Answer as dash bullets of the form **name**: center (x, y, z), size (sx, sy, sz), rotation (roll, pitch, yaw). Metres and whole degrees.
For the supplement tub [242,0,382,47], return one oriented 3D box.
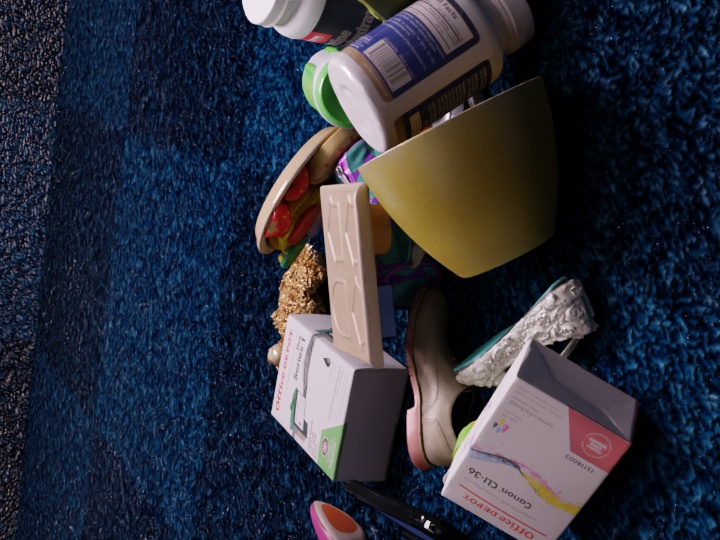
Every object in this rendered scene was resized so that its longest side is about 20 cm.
- **supplement tub**: center (-0.030, -0.343, 1.307), size (0.140, 0.197, 0.143), rotation (-10, 79, 60)

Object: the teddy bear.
- **teddy bear**: center (-0.091, 0.059, 1.512), size (0.145, 0.066, 0.204), rotation (41, 122, 58)

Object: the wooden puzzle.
- **wooden puzzle**: center (0.000, 0.000, 1.174), size (0.200, 0.045, 0.189), rotation (-165, 70, -77)

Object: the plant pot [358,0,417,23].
- **plant pot**: center (0.044, -0.362, 1.117), size (0.191, 0.199, 0.200), rotation (-52, 38, 10)

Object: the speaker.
- **speaker**: center (-0.023, -0.218, 1.288), size (0.200, 0.087, 0.090), rotation (-119, 38, -75)

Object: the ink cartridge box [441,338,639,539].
- **ink cartridge box**: center (0.153, 0.176, 0.996), size (0.202, 0.115, 0.068), rotation (-64, -5, 35)

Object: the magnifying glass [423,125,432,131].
- **magnifying glass**: center (0.087, -0.111, 1.213), size (0.022, 0.079, 0.202), rotation (-39, 41, 32)

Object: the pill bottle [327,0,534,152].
- **pill bottle**: center (0.074, -0.217, 1.101), size (0.112, 0.198, 0.111), rotation (54, 170, 13)

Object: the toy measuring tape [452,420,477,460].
- **toy measuring tape**: center (0.141, 0.162, 1.069), size (0.201, 0.072, 0.074), rotation (-61, 38, 43)

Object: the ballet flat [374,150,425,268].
- **ballet flat**: center (0.062, -0.091, 1.218), size (0.068, 0.061, 0.203), rotation (110, 155, -51)

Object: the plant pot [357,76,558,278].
- **plant pot**: center (0.115, -0.079, 1.060), size (0.199, 0.198, 0.144), rotation (-22, 95, 58)

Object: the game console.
- **game console**: center (0.065, 0.328, 1.160), size (0.199, 0.175, 0.118), rotation (6, 63, 60)

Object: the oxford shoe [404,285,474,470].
- **oxford shoe**: center (0.094, 0.114, 1.193), size (0.074, 0.070, 0.204), rotation (-10, 75, 33)

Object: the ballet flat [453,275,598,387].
- **ballet flat**: center (0.160, 0.079, 1.064), size (0.200, 0.071, 0.073), rotation (-48, 47, 51)

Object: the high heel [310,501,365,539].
- **high heel**: center (-0.023, 0.379, 1.349), size (0.200, 0.067, 0.097), rotation (47, 117, 48)

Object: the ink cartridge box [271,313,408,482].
- **ink cartridge box**: center (-0.031, 0.156, 1.376), size (0.199, 0.083, 0.149), rotation (31, 114, 57)

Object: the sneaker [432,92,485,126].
- **sneaker**: center (0.071, -0.207, 1.197), size (0.075, 0.112, 0.204), rotation (-27, 64, 57)

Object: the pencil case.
- **pencil case**: center (0.029, -0.056, 1.281), size (0.086, 0.091, 0.202), rotation (-57, 42, 42)

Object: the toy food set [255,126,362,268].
- **toy food set**: center (-0.063, -0.100, 1.383), size (0.201, 0.048, 0.198), rotation (-53, -9, -15)
